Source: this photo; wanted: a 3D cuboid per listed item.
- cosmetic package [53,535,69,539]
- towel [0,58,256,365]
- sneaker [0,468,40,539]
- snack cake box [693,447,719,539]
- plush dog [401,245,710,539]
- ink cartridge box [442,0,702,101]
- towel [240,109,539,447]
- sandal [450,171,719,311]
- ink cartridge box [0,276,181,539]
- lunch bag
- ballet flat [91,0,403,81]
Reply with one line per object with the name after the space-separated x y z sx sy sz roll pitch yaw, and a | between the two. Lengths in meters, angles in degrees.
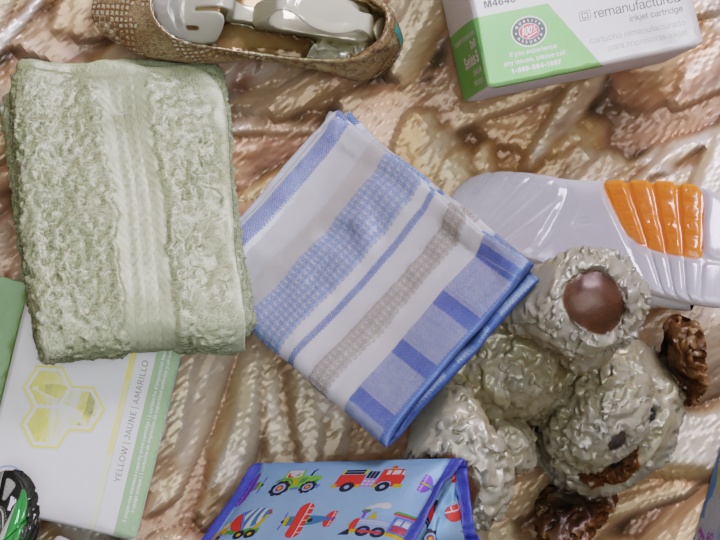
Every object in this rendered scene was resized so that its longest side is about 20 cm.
-0.192 0.267 1.370 0.074 0.102 0.200 25 75 34 | cosmetic package
-0.144 -0.040 1.447 0.148 0.036 0.201 -3 71 -13 | towel
-0.260 0.200 1.385 0.085 0.078 0.200 35 87 1 | sneaker
0.283 0.171 1.511 0.115 0.067 0.200 18 85 -9 | snack cake box
0.126 0.079 1.474 0.172 0.160 0.200 34 98 -23 | plush dog
0.121 -0.223 1.496 0.145 0.084 0.201 -12 89 -8 | ink cartridge box
0.000 0.000 1.437 0.147 0.024 0.200 -48 53 -2 | towel
0.159 -0.019 1.512 0.206 0.059 0.079 12 69 13 | sandal
-0.220 0.075 1.455 0.199 0.048 0.146 14 86 -10 | ink cartridge box
-0.036 0.192 1.347 0.150 0.200 0.094 -5 111 31 | lunch bag
-0.069 -0.165 1.475 0.199 0.065 0.071 4 76 -9 | ballet flat
